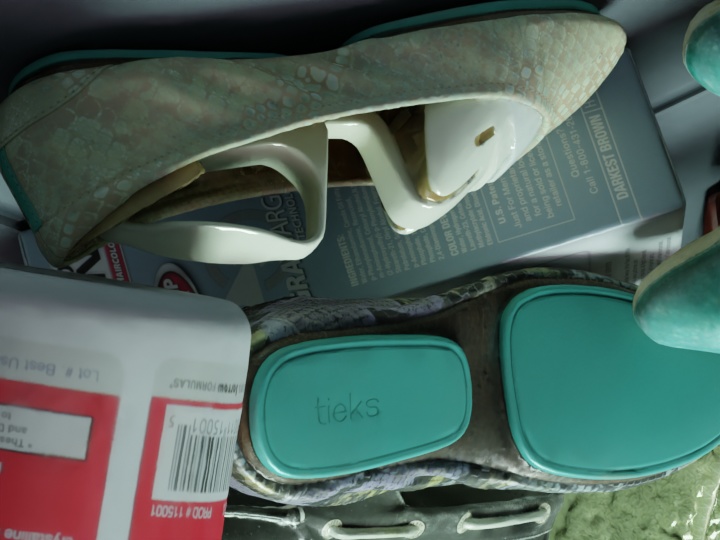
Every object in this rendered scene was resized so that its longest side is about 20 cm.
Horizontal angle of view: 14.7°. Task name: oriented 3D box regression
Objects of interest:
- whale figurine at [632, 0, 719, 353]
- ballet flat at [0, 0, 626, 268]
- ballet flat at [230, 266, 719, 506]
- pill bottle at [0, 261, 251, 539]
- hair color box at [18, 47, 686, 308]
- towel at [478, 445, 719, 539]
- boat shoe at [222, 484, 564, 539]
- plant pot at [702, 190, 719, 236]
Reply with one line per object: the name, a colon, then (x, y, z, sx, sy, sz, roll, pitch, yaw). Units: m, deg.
whale figurine: (0.163, -0.033, 0.806, 0.159, 0.104, 0.200, 20, 122, -27)
ballet flat: (-0.008, -0.034, 0.801, 0.200, 0.062, 0.067, -9, 159, -24)
ballet flat: (0.026, 0.034, 0.852, 0.200, 0.072, 0.072, 0, 154, -38)
pill bottle: (-0.098, 0.099, 0.743, 0.112, 0.200, 0.112, 9, 180, 0)
hair color box: (0.000, 0.000, 0.902, 0.200, 0.061, 0.099, -18, 160, -2)
towel: (0.052, 0.102, 1.000, 0.036, 0.148, 0.200, -20, 134, -57)
boat shoe: (-0.019, 0.072, 0.907, 0.200, 0.071, 0.064, 12, 114, -40)
plant pot: (0.232, 0.029, 1.007, 0.195, 0.201, 0.201, -9, 160, 0)
